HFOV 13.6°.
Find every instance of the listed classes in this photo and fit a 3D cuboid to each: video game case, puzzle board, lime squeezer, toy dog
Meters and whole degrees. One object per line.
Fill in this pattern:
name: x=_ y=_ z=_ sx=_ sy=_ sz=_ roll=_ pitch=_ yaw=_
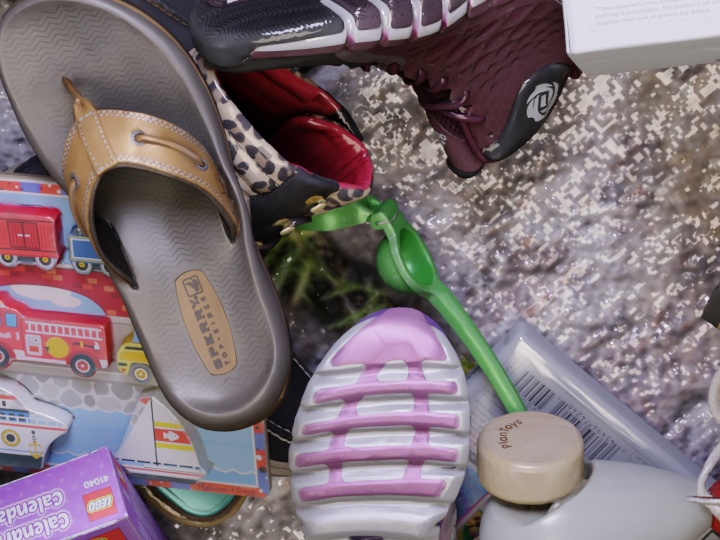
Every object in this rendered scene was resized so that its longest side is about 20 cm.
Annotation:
video game case: x=0.091 y=0.149 z=1.443 sx=0.200 sy=0.024 sz=0.182 roll=39 pitch=111 yaw=-11
puzzle board: x=-0.139 y=0.028 z=1.321 sx=0.199 sy=0.017 sz=0.152 roll=5 pitch=120 yaw=15
lime squeezer: x=0.000 y=0.000 z=1.375 sx=0.199 sy=0.038 sz=0.071 roll=26 pitch=98 yaw=2
toy dog: x=0.135 y=0.124 z=1.358 sx=0.199 sy=0.097 sz=0.132 roll=-16 pitch=122 yaw=11

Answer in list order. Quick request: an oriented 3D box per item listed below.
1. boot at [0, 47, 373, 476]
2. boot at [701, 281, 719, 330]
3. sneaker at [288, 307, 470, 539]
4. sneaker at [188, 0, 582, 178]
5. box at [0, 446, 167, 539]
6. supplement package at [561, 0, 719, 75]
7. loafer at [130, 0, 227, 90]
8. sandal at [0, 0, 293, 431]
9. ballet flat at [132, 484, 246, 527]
boot: x=-0.052 y=-0.006 z=1.331 sx=0.200 sy=0.073 sz=0.150 roll=43 pitch=124 yaw=-16
boot: x=0.255 y=-0.015 z=1.313 sx=0.138 sy=0.078 sz=0.200 roll=38 pitch=122 yaw=-1
sneaker: x=0.012 y=0.107 z=1.373 sx=0.080 sy=0.089 sz=0.201 roll=4 pitch=111 yaw=7
sneaker: x=0.022 y=-0.084 z=1.294 sx=0.199 sy=0.076 sz=0.116 roll=-16 pitch=125 yaw=-23
box: x=-0.150 y=0.156 z=1.383 sx=0.136 sy=0.039 sz=0.200 roll=-20 pitch=152 yaw=1
supplement package: x=0.148 y=-0.188 z=1.195 sx=0.151 sy=0.151 sz=0.202 roll=-6 pitch=90 yaw=7
loafer: x=-0.122 y=-0.147 z=1.317 sx=0.199 sy=0.073 sz=0.073 roll=29 pitch=105 yaw=-12
sandal: x=-0.090 y=-0.026 z=1.239 sx=0.081 sy=0.055 sz=0.201 roll=-21 pitch=89 yaw=14
ballet flat: x=-0.132 y=0.043 z=1.399 sx=0.069 sy=0.063 sz=0.200 roll=-42 pitch=99 yaw=-4
